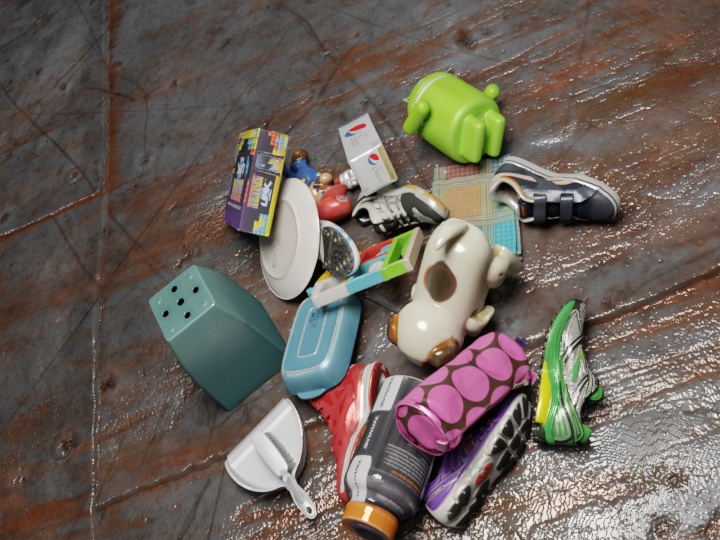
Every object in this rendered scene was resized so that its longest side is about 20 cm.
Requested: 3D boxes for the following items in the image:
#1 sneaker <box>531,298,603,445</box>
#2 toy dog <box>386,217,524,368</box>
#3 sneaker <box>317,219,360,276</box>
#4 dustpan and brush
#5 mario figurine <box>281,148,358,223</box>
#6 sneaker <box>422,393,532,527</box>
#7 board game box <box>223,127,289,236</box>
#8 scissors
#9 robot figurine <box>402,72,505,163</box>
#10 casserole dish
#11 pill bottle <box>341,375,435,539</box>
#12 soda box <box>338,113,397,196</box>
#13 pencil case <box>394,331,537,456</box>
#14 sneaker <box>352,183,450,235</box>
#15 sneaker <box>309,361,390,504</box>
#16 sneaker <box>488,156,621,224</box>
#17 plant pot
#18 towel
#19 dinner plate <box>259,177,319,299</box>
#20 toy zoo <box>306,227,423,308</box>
[{"bbox_3d":[0.283,0.136,0.924,0.083,0.078,0.204,8,71,16],"label":"sneaker"},{"bbox_3d":[0.126,0.042,0.968,0.138,0.194,0.203,26,86,18],"label":"toy dog"},{"bbox_3d":[-0.038,-0.039,1.105,0.200,0.071,0.073,-145,63,-63],"label":"sneaker"},{"bbox_3d":[-0.114,0.288,1.002,0.140,0.057,0.200,-44,55,-6],"label":"dustpan and brush"},{"bbox_3d":[-0.082,-0.164,1.221,0.124,0.106,0.200,-48,52,-1],"label":"mario figurine"},{"bbox_3d":[0.151,0.237,0.914,0.200,0.081,0.083,-47,43,-11],"label":"sneaker"},{"bbox_3d":[-0.185,-0.154,1.189,0.200,0.056,0.169,-156,79,-70],"label":"board game box"},{"bbox_3d":[-0.003,0.034,1.133,0.073,0.014,0.200,-39,56,-5],"label":"scissors"},{"bbox_3d":[0.157,-0.260,1.165,0.173,0.117,0.200,-20,43,-24],"label":"robot figurine"},{"bbox_3d":[-0.065,0.103,1.068,0.119,0.039,0.202,-15,41,28],"label":"casserole dish"},{"bbox_3d":[0.042,0.249,0.907,0.104,0.107,0.202,7,51,26],"label":"pill bottle"},{"bbox_3d":[0.010,-0.202,1.176,0.063,0.069,0.201,-26,27,7],"label":"soda box"},{"bbox_3d":[0.137,0.157,0.881,0.198,0.092,0.093,-31,60,-34],"label":"pencil case"},{"bbox_3d":[0.064,-0.092,1.134,0.199,0.075,0.089,20,76,51],"label":"sneaker"},{"bbox_3d":[-0.025,0.234,1.004,0.114,0.078,0.203,-7,55,36],"label":"sneaker"},{"bbox_3d":[0.287,-0.105,1.043,0.198,0.079,0.080,23,61,33],"label":"sneaker"},{"bbox_3d":[-0.228,0.092,1.078,0.140,0.201,0.142,-37,54,-2],"label":"plant pot"},{"bbox_3d":[0.184,-0.096,1.122,0.144,0.022,0.204,-8,59,18],"label":"towel"},{"bbox_3d":[-0.129,-0.054,1.154,0.199,0.024,0.205,-2,87,55],"label":"dinner plate"},{"bbox_3d":[0.000,0.000,1.072,0.197,0.021,0.132,-22,18,22],"label":"toy zoo"}]
